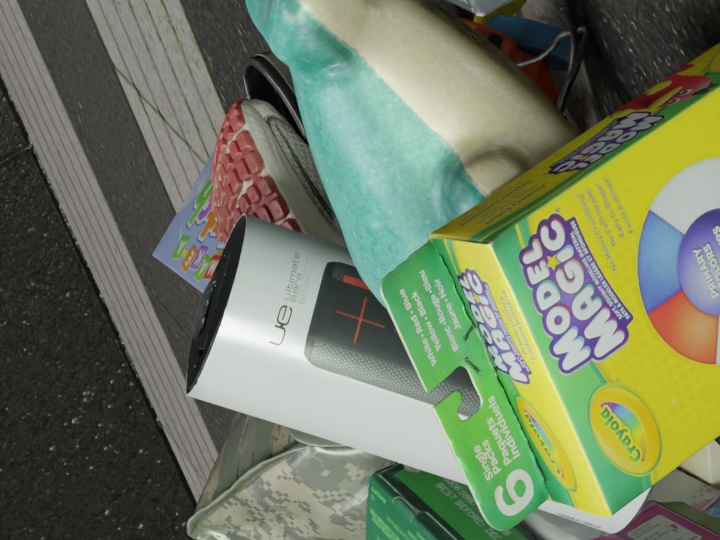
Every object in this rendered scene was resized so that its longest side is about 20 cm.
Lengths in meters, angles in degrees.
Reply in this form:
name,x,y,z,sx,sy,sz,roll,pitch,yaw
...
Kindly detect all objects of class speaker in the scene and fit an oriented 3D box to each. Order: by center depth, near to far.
name,x,y,z,sx,sy,sz,roll,pitch,yaw
speaker,0.028,0.044,1.087,0.199,0.082,0.081,19,173,-9

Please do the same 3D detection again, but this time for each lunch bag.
name,x,y,z,sx,sy,sz,roll,pitch,yaw
lunch bag,0.017,0.059,1.299,0.117,0.165,0.200,32,141,-14

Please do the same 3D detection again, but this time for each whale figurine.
name,x,y,z,sx,sy,sz,roll,pitch,yaw
whale figurine,0.017,-0.047,1.001,0.200,0.104,0.159,39,-169,-33

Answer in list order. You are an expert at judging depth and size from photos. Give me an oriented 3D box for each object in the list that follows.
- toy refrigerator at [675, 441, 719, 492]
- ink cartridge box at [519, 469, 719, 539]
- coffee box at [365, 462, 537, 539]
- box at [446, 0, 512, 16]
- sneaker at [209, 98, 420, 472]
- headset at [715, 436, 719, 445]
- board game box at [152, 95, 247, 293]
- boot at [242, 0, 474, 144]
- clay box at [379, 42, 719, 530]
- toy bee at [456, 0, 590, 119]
name,x,y,z,sx,sy,sz,roll,pitch,yaw
toy refrigerator,0.152,0.013,1.134,0.076,0.070,0.200,44,161,34
ink cartridge box,0.143,0.178,1.155,0.200,0.084,0.145,27,130,53
coffee box,0.049,0.194,1.195,0.123,0.044,0.201,41,141,42
box,0.038,-0.214,0.941,0.201,0.122,0.106,65,168,-23
sneaker,0.000,0.000,1.197,0.200,0.082,0.078,53,147,16
headset,0.183,0.074,1.062,0.200,0.094,0.123,53,170,-32
board game box,-0.034,-0.073,1.434,0.036,0.201,0.151,30,180,-22
boot,-0.008,-0.127,1.300,0.201,0.131,0.070,57,154,10
clay box,0.111,0.002,0.939,0.048,0.200,0.115,7,127,59
toy bee,0.048,-0.099,1.199,0.108,0.132,0.200,17,153,3
